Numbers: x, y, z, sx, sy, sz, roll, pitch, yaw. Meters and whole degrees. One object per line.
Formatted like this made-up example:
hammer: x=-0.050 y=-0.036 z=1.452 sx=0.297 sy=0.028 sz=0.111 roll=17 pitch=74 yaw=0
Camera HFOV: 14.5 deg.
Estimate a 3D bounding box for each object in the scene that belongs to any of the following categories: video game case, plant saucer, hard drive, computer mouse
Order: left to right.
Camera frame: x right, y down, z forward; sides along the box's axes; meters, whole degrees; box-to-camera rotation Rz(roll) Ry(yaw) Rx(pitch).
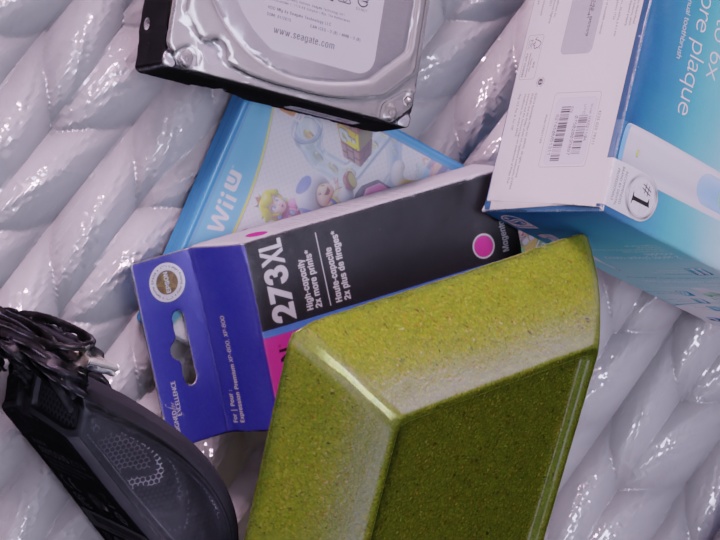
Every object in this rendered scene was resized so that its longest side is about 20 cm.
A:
computer mouse: x=-0.110 y=0.079 z=1.300 sx=0.053 sy=0.138 sz=0.200 roll=-45 pitch=123 yaw=-19
hard drive: x=-0.026 y=-0.178 z=1.357 sx=0.140 sy=0.038 sz=0.200 roll=14 pitch=81 yaw=-29
video game case: x=0.000 y=0.000 z=1.407 sx=0.200 sy=0.018 sz=0.143 roll=27 pitch=82 yaw=-28
plant saucer: x=0.036 y=0.097 z=1.346 sx=0.200 sy=0.048 sz=0.200 roll=-18 pitch=133 yaw=-41

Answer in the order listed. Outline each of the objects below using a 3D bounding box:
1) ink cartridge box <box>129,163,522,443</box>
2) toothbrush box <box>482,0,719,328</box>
ink cartridge box: x=-0.009 y=0.017 z=1.375 sx=0.200 sy=0.037 sz=0.095 roll=-16 pitch=102 yaw=-25
toothbrush box: x=0.171 y=-0.065 z=1.433 sx=0.200 sy=0.085 sz=0.147 roll=26 pitch=74 yaw=-41
